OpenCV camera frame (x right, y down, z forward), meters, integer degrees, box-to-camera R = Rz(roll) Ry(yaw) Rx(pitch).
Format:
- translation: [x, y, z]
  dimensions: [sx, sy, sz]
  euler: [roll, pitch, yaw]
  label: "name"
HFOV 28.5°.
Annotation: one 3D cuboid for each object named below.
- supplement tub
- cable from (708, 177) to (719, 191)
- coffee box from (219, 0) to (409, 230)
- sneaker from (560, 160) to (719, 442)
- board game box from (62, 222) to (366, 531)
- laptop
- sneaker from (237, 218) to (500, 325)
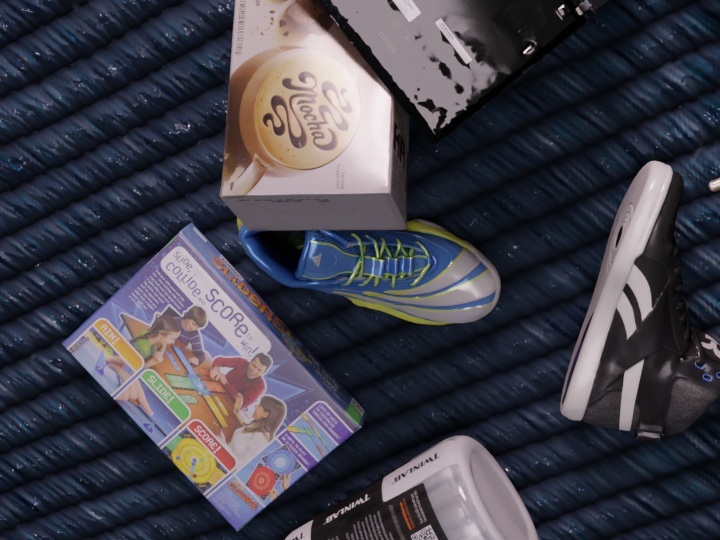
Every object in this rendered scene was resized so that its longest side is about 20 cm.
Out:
- translation: [0.024, 0.219, 1.053]
  dimensions: [0.199, 0.123, 0.123]
  euler: [-32, 98, 15]
  label: "supplement tub"
- translation: [0.339, -0.082, 0.956]
  dimensions: [0.200, 0.050, 0.097]
  euler: [-39, 96, 18]
  label: "cable"
- translation: [-0.024, -0.133, 0.944]
  dimensions: [0.112, 0.080, 0.202]
  euler: [0, 75, 11]
  label: "coffee box"
- translation: [0.220, 0.027, 1.001]
  dimensions: [0.111, 0.073, 0.201]
  euler: [16, 115, 2]
  label: "sneaker"
- translation: [-0.111, 0.083, 1.084]
  dimensions: [0.135, 0.034, 0.200]
  euler: [-40, 95, 16]
  label: "board game box"
- translation: [0.068, -0.213, 0.919]
  dimensions: [0.200, 0.103, 0.178]
  euler: [-39, 95, 4]
  label: "laptop"
- translation: [0.000, 0.000, 1.007]
  dimensions: [0.199, 0.105, 0.076]
  euler: [17, 108, 5]
  label: "sneaker"
